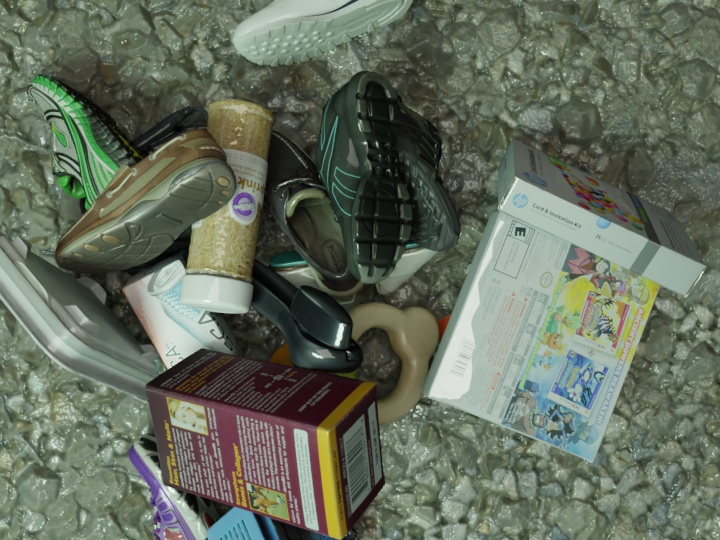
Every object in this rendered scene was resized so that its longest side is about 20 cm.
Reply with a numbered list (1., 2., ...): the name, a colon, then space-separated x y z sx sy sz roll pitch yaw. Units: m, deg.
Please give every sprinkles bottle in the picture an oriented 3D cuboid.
1. sprinkles bottle: -0.129 -0.061 0.779 0.068 0.068 0.201 6 81 -1

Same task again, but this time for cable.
1. cable: -0.205 -0.068 0.866 0.200 0.051 0.163 -37 95 -4

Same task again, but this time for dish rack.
1. dish rack: -0.271 0.042 0.768 0.044 0.200 0.172 -44 69 -4

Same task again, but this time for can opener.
1. can opener: -0.066 0.037 0.786 0.063 0.200 0.079 9 108 -43

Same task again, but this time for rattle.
1. rattle: 0.022 0.093 0.878 0.200 0.143 0.130 -28 84 -37

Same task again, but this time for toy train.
1. toy train: -0.078 0.288 0.794 0.114 0.200 0.087 -41 54 15

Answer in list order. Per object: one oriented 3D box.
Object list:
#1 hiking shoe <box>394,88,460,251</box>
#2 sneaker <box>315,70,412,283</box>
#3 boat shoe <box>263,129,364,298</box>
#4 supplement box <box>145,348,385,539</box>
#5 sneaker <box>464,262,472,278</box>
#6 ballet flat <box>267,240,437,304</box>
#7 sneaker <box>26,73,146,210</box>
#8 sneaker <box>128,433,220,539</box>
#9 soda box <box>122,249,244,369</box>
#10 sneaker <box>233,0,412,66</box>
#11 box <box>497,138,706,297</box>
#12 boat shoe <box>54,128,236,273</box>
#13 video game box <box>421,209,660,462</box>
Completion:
1. hiking shoe: 0.060 -0.115 0.832 0.100 0.076 0.200 -19 73 -38
2. sneaker: 0.000 -0.086 0.776 0.075 0.079 0.201 4 83 -41
3. boat shoe: -0.056 -0.067 0.812 0.072 0.065 0.200 -27 76 -7
4. supplement box: -0.086 0.150 0.724 0.199 0.086 0.111 7 114 29
5. sneaker: 0.182 0.079 0.858 0.200 0.071 0.113 30 86 -3
6. ballet flat: 0.000 0.000 0.864 0.199 0.069 0.070 -11 90 3
7. sneaker: -0.292 -0.129 0.818 0.085 0.078 0.200 -47 61 4
8. sneaker: -0.196 0.269 0.846 0.083 0.081 0.200 -28 91 4
9. soda box: -0.166 0.084 0.834 0.068 0.064 0.200 -27 103 -1
10. sneaker: -0.046 -0.286 0.862 0.199 0.076 0.081 -21 79 -6
11. box: 0.238 -0.060 0.819 0.199 0.156 0.041 24 115 0
12. boat shoe: -0.203 -0.062 0.747 0.200 0.076 0.072 -28 63 16
13. video game box: 0.181 0.064 0.801 0.182 0.047 0.201 23 86 -4
